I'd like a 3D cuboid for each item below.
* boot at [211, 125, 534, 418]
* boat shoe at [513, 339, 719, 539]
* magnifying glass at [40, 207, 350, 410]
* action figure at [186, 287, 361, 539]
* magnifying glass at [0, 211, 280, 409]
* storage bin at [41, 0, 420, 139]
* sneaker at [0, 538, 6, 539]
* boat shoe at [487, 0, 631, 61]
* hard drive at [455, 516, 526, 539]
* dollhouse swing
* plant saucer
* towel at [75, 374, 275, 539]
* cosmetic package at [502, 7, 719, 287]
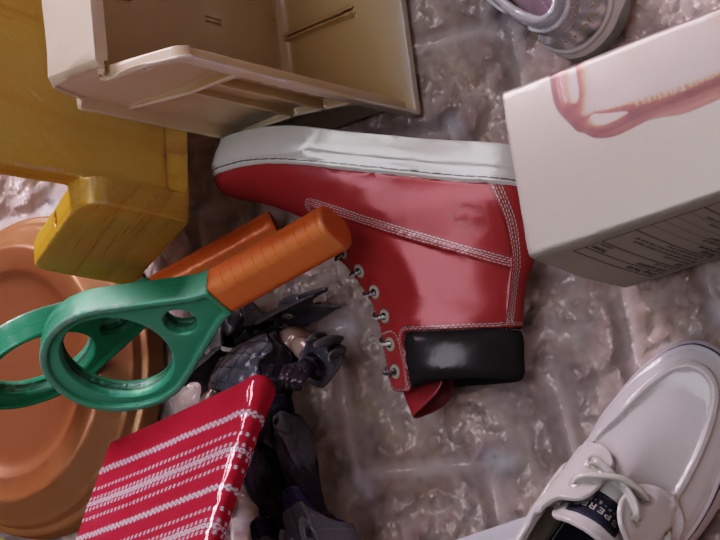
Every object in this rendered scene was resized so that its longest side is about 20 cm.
[{"bbox_3d":[0.000,0.000,1.011,0.199,0.072,0.146,8,90,30],"label":"boot"},{"bbox_3d":[0.113,0.118,0.894,0.072,0.066,0.200,38,91,21],"label":"boat shoe"},{"bbox_3d":[-0.089,0.020,1.006,0.199,0.080,0.022,-30,36,27],"label":"magnifying glass"},{"bbox_3d":[-0.048,0.092,1.038,0.130,0.069,0.201,-39,58,38],"label":"action figure"},{"bbox_3d":[-0.134,0.022,1.083,0.199,0.080,0.023,-27,63,3],"label":"magnifying glass"},{"bbox_3d":[-0.075,-0.182,1.013,0.093,0.198,0.202,-15,75,37],"label":"storage bin"},{"bbox_3d":[-0.205,0.222,1.126,0.199,0.081,0.074,32,102,34],"label":"sneaker"},{"bbox_3d":[0.063,-0.192,0.994,0.074,0.065,0.203,-44,61,23],"label":"boat shoe"},{"bbox_3d":[0.087,0.229,0.946,0.131,0.025,0.201,-23,71,32],"label":"hard drive"},{"bbox_3d":[-0.192,-0.112,1.054,0.182,0.174,0.202,142,127,-63],"label":"dollhouse swing"},{"bbox_3d":[-0.206,0.065,1.175,0.199,0.037,0.202,-5,81,36],"label":"plant saucer"},{"bbox_3d":[-0.111,0.154,0.963,0.144,0.022,0.201,-27,37,46],"label":"towel"},{"bbox_3d":[0.178,-0.065,0.873,0.199,0.103,0.088,-19,71,31],"label":"cosmetic package"}]
